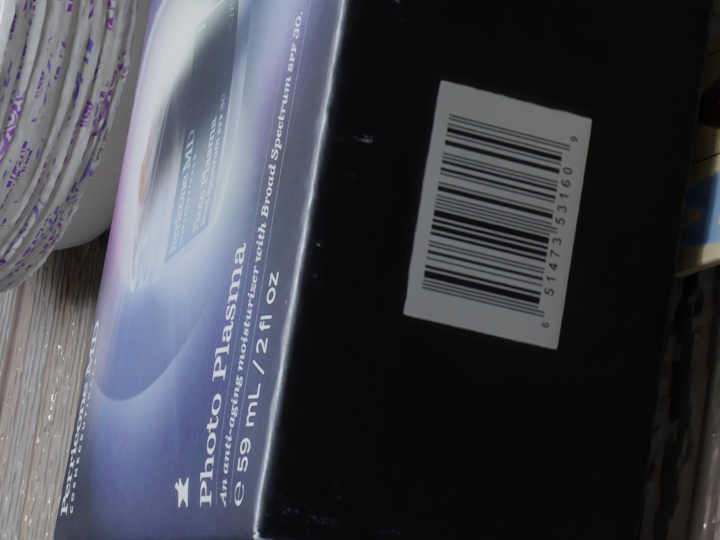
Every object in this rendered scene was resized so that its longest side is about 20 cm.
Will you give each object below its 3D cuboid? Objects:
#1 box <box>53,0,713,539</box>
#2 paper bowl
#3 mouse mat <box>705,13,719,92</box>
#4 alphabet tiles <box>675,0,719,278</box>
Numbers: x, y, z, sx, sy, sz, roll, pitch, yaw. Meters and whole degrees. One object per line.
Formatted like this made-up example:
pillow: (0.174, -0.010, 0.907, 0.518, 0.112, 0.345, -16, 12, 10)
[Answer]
box: (0.000, 0.000, 0.855, 0.198, 0.123, 0.201, 163, 118, -67)
paper bowl: (-0.151, -0.089, 1.233, 0.201, 0.104, 0.201, -39, 43, 49)
mouse mat: (0.133, -0.132, 0.808, 0.161, 0.008, 0.200, -63, 28, 24)
alphabet tiles: (0.132, -0.090, 0.773, 0.200, 0.006, 0.167, -23, 57, 58)
